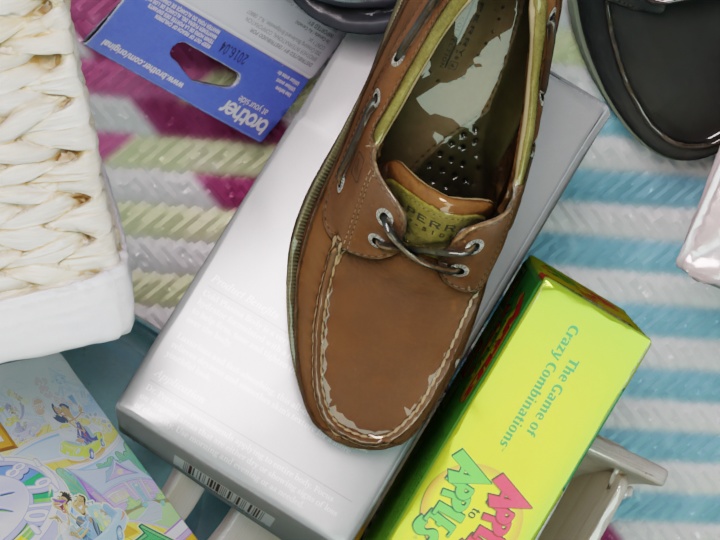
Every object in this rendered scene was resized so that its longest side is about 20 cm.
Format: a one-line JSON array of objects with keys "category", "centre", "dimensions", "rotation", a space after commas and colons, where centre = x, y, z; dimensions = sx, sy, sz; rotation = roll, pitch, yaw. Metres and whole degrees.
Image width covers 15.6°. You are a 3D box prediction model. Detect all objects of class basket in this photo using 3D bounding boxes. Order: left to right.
[{"category": "basket", "centre": [-0.193, -0.058, 0.928], "dimensions": [0.197, 0.200, 0.162], "rotation": [-12, 112, -6]}]

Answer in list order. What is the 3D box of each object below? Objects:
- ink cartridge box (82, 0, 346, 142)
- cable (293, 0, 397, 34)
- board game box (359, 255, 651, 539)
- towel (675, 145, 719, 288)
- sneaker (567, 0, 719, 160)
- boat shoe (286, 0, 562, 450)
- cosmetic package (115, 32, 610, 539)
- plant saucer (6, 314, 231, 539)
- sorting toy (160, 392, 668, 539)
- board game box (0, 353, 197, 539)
[{"category": "ink cartridge box", "centre": [-0.018, -0.152, 0.991], "dimensions": [0.200, 0.042, 0.119], "rotation": [-53, 145, 8]}, {"category": "cable", "centre": [0.013, -0.172, 0.914], "dimensions": [0.163, 0.051, 0.200], "rotation": [-30, 129, 15]}, {"category": "board game box", "centre": [0.035, 0.095, 0.995], "dimensions": [0.048, 0.102, 0.200], "rotation": [30, 95, -2]}, {"category": "towel", "centre": [0.248, -0.051, 1.032], "dimensions": [0.199, 0.032, 0.192], "rotation": [23, 97, 5]}, {"category": "sneaker", "centre": [0.126, -0.125, 1.025], "dimensions": [0.074, 0.106, 0.201], "rotation": [-14, 113, -7]}, {"category": "boat shoe", "centre": [0.019, -0.026, 0.912], "dimensions": [0.072, 0.068, 0.201], "rotation": [11, 103, -7]}, {"category": "cosmetic package", "centre": [0.000, 0.000, 1.010], "dimensions": [0.107, 0.090, 0.200], "rotation": [33, 78, 2]}, {"category": "plant saucer", "centre": [-0.145, 0.097, 1.093], "dimensions": [0.199, 0.027, 0.201], "rotation": [-4, 112, -11]}, {"category": "sorting toy", "centre": [-0.007, 0.121, 1.084], "dimensions": [0.180, 0.107, 0.201], "rotation": [28, 94, -20]}, {"category": "board game box", "centre": [-0.147, 0.103, 0.930], "dimensions": [0.200, 0.135, 0.034], "rotation": [-12, 147, -52]}]
